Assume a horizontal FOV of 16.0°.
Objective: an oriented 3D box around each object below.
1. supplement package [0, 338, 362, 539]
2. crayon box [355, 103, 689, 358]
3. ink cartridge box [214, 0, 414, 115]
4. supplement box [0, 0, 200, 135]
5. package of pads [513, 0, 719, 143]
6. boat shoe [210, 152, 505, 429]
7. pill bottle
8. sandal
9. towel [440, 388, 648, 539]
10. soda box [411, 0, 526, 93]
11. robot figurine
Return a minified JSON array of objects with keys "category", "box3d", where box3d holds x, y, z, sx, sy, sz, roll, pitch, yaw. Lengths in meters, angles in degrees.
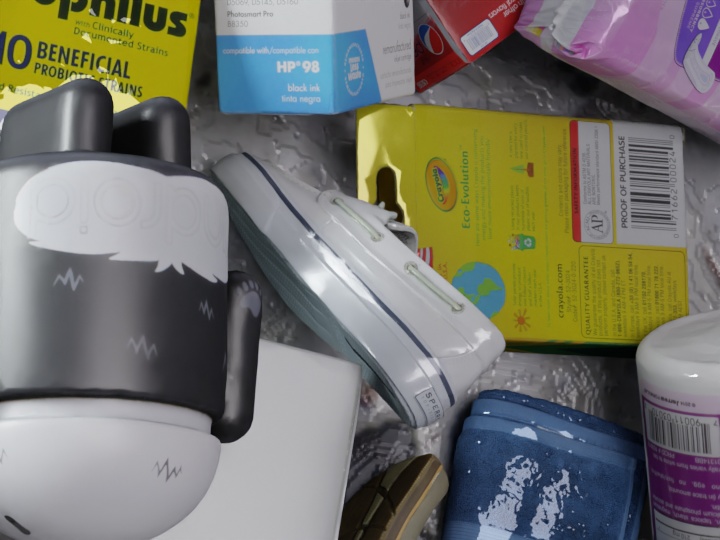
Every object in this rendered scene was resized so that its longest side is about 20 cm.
[{"category":"supplement package","box3d":[-0.116,0.085,1.235,0.199,0.117,0.118,15,74,-20]},{"category":"crayon box","box3d":[0.080,-0.021,1.379,0.199,0.051,0.128,4,79,-24]},{"category":"ink cartridge box","box3d":[-0.024,-0.183,1.284,0.116,0.066,0.201,-23,113,-67]},{"category":"supplement box","box3d":[-0.146,-0.125,1.265,0.108,0.109,0.201,12,75,-22]},{"category":"package of pads","box3d":[0.181,-0.144,1.381,0.200,0.076,0.121,21,94,-44]},{"category":"boat shoe","box3d":[0.000,0.000,1.283,0.067,0.074,0.200,-33,55,-12]},{"category":"pill bottle","box3d":[0.209,0.129,1.356,0.112,0.112,0.201,-15,107,-26]},{"category":"sandal","box3d":[-0.009,0.178,1.293,0.054,0.080,0.200,49,61,-18]},{"category":"towel","box3d":[0.089,0.170,1.349,0.111,0.049,0.201,19,73,-19]},{"category":"soda box","box3d":[0.098,-0.180,1.406,0.200,0.070,0.064,-37,94,-24]},{"category":"robot figurine","box3d":[-0.120,0.022,1.116,0.150,0.125,0.201,0,77,0]}]
